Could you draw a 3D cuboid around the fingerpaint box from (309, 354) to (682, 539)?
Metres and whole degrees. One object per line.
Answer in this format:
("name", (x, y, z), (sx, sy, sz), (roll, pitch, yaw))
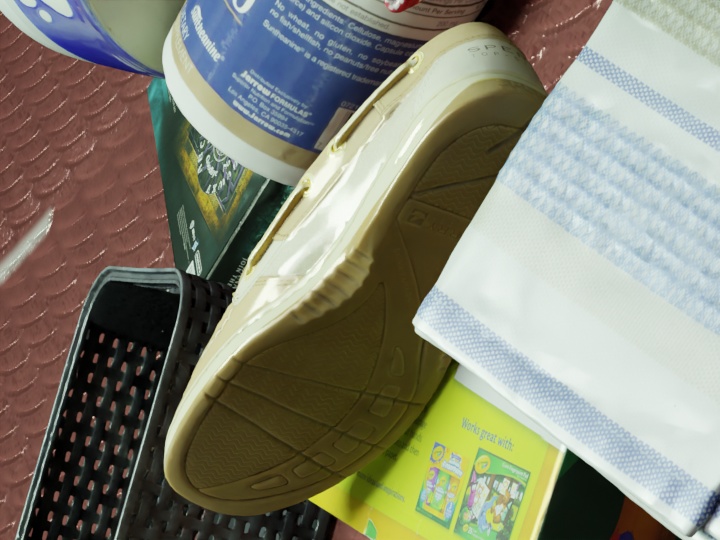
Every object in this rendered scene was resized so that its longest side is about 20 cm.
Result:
("fingerpaint box", (0.064, 0.027, 1.014), (0.200, 0.073, 0.168), (20, 93, 66))

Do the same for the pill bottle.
("pill bottle", (0.005, -0.139, 1.232), (0.200, 0.110, 0.111), (-56, 27, 34))

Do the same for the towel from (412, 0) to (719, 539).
("towel", (0.114, -0.028, 0.877), (0.147, 0.024, 0.201), (35, 94, 38))

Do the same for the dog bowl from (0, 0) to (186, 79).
("dog bowl", (-0.083, -0.187, 1.328), (0.079, 0.200, 0.201), (18, 89, 45))

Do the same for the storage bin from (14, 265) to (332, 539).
("storage bin", (-0.082, 0.107, 1.275), (0.135, 0.093, 0.201), (1, 74, 67))

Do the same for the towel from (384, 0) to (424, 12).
("towel", (0.051, -0.193, 1.057), (0.200, 0.022, 0.145), (-40, -51, -50))

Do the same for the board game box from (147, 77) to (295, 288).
("board game box", (-0.056, -0.082, 1.442), (0.136, 0.028, 0.200), (-57, 26, 28))

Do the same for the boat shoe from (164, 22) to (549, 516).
("boat shoe", (0.000, 0.000, 1.000), (0.200, 0.073, 0.069), (-49, 29, 26))
